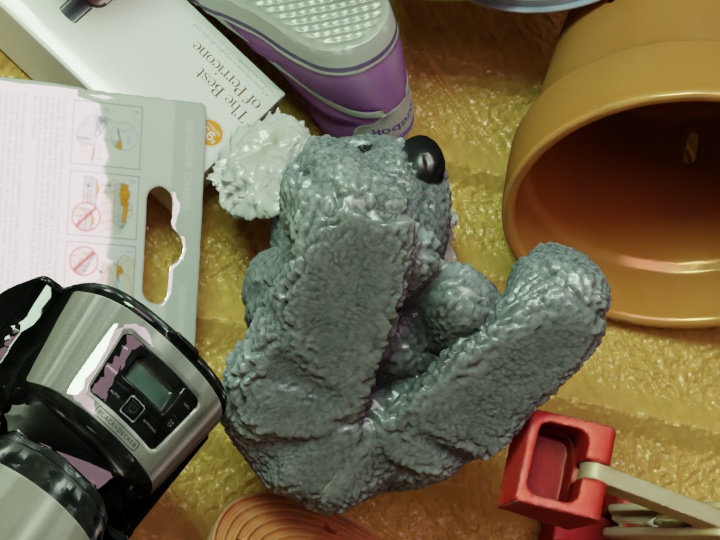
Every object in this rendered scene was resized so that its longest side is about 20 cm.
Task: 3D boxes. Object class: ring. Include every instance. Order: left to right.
[{"bbox_3d":[0.002,0.189,0.984,0.200,0.200,0.019,43,109,2],"label":"ring"}]

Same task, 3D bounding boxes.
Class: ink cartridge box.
[{"bbox_3d":[-0.184,-0.017,1.042,0.198,0.047,0.161,5,83,-19],"label":"ink cartridge box"}]

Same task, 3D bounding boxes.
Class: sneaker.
[{"bbox_3d":[-0.043,-0.134,1.122,0.072,0.115,0.200,-37,52,-10],"label":"sneaker"}]

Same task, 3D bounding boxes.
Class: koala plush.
[{"bbox_3d":[0.000,0.000,1.021,0.176,0.184,0.201,23,28,-24],"label":"koala plush"}]

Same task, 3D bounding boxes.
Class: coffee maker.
[{"bbox_3d":[-0.180,0.108,0.935,0.200,0.191,0.135,-55,135,-31],"label":"coffee maker"}]

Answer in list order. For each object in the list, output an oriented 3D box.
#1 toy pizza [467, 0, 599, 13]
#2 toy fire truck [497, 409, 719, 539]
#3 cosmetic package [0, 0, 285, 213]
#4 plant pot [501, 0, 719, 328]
[{"bbox_3d":[0.103,-0.237,1.106,0.199,0.032,0.202,-3,80,16],"label":"toy pizza"},{"bbox_3d":[0.156,0.135,1.043,0.199,0.141,0.049,17,68,-9],"label":"toy fire truck"},{"bbox_3d":[-0.142,-0.131,1.101,0.200,0.051,0.083,43,68,2],"label":"cosmetic package"},{"bbox_3d":[0.178,-0.081,1.107,0.199,0.200,0.141,13,52,-11],"label":"plant pot"}]
